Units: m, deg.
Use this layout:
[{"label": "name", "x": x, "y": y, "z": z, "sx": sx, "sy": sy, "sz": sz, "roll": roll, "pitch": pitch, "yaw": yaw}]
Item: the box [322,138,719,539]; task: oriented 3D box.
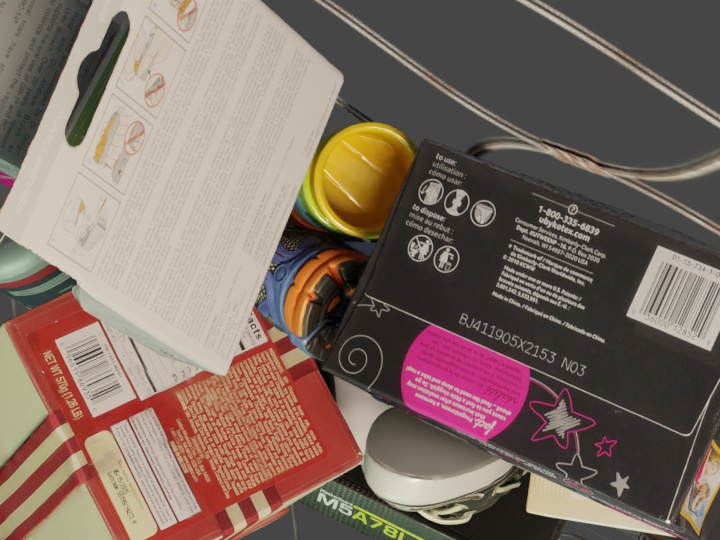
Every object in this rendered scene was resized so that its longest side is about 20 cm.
[{"label": "box", "x": 0.107, "y": 0.037, "z": 1.237, "sx": 0.199, "sy": 0.133, "sz": 0.115, "roll": 23, "pitch": 176, "yaw": 26}]

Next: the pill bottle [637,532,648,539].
[{"label": "pill bottle", "x": 0.297, "y": 0.187, "z": 1.702, "sx": 0.199, "sy": 0.112, "sz": 0.112, "roll": 25, "pitch": 173, "yaw": 13}]

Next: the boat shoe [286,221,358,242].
[{"label": "boat shoe", "x": -0.065, "y": -0.041, "z": 1.587, "sx": 0.076, "sy": 0.072, "sz": 0.200, "roll": 38, "pitch": 173, "yaw": 34}]

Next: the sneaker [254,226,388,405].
[{"label": "sneaker", "x": -0.009, "y": 0.014, "z": 1.367, "sx": 0.078, "sy": 0.076, "sz": 0.200, "roll": 35, "pitch": 177, "yaw": 25}]

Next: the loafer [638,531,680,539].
[{"label": "loafer", "x": 0.167, "y": 0.130, "z": 1.639, "sx": 0.071, "sy": 0.073, "sz": 0.200, "roll": -23, "pitch": -125, "yaw": -40}]

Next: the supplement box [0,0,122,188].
[{"label": "supplement box", "x": -0.216, "y": -0.119, "z": 1.376, "sx": 0.199, "sy": 0.104, "sz": 0.101, "roll": 28, "pitch": 172, "yaw": -27}]

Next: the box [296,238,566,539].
[{"label": "box", "x": 0.055, "y": 0.090, "z": 1.567, "sx": 0.192, "sy": 0.200, "sz": 0.048, "roll": 25, "pitch": 140, "yaw": 9}]

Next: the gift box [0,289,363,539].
[{"label": "gift box", "x": -0.142, "y": 0.091, "z": 1.427, "sx": 0.186, "sy": 0.199, "sz": 0.187, "roll": 66, "pitch": 153, "yaw": 8}]

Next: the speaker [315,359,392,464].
[{"label": "speaker", "x": 0.066, "y": 0.073, "z": 1.502, "sx": 0.199, "sy": 0.082, "sz": 0.081, "roll": -2, "pitch": -179, "yaw": -17}]

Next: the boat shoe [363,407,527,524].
[{"label": "boat shoe", "x": 0.056, "y": 0.104, "z": 1.360, "sx": 0.070, "sy": 0.064, "sz": 0.200, "roll": 21, "pitch": -161, "yaw": 21}]

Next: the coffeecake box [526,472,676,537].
[{"label": "coffeecake box", "x": 0.198, "y": 0.108, "z": 1.357, "sx": 0.153, "sy": 0.074, "sz": 0.200, "roll": 7, "pitch": 178, "yaw": 25}]

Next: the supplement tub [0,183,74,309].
[{"label": "supplement tub", "x": -0.187, "y": -0.028, "z": 1.752, "sx": 0.140, "sy": 0.141, "sz": 0.200, "roll": 20, "pitch": 170, "yaw": 39}]

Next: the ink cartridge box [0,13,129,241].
[{"label": "ink cartridge box", "x": -0.146, "y": -0.042, "z": 1.281, "sx": 0.048, "sy": 0.201, "sz": 0.145, "roll": 29, "pitch": 172, "yaw": -8}]

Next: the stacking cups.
[{"label": "stacking cups", "x": -0.011, "y": -0.049, "z": 1.374, "sx": 0.060, "sy": 0.061, "sz": 0.200, "roll": 27, "pitch": 177, "yaw": -9}]

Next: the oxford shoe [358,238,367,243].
[{"label": "oxford shoe", "x": -0.041, "y": -0.018, "z": 1.699, "sx": 0.199, "sy": 0.071, "sz": 0.075, "roll": 30, "pitch": 145, "yaw": -16}]

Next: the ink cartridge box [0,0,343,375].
[{"label": "ink cartridge box", "x": -0.093, "y": -0.060, "z": 1.134, "sx": 0.057, "sy": 0.163, "sz": 0.200, "roll": 15, "pitch": 167, "yaw": 35}]

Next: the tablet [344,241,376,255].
[{"label": "tablet", "x": 0.000, "y": 0.000, "z": 1.507, "sx": 0.199, "sy": 0.014, "sz": 0.130, "roll": 3, "pitch": -168, "yaw": -40}]
